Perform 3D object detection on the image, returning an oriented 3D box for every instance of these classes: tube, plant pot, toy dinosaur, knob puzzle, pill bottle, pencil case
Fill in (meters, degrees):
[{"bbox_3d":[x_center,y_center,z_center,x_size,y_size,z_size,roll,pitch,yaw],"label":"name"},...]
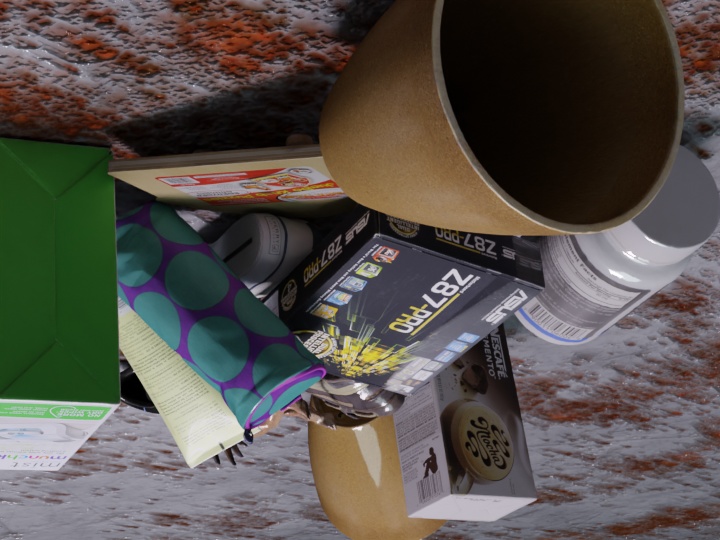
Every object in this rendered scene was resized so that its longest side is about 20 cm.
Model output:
[{"bbox_3d":[-0.170,0.072,1.236,0.052,0.201,0.058,-38,-170,-30],"label":"tube"},{"bbox_3d":[0.017,0.180,1.599,0.185,0.188,0.200,-10,145,9],"label":"plant pot"},{"bbox_3d":[-0.107,0.126,1.324,0.135,0.087,0.200,-20,169,8],"label":"toy dinosaur"},{"bbox_3d":[0.063,-0.100,0.895,0.185,0.188,0.199,8,167,-33],"label":"plant pot"},{"bbox_3d":[-0.068,-0.073,1.104,0.217,0.031,0.220,0,171,0],"label":"knob puzzle"},{"bbox_3d":[0.208,-0.022,1.205,0.113,0.115,0.200,2,157,-20],"label":"pill bottle"},{"bbox_3d":[-0.123,0.036,1.138,0.085,0.200,0.093,-41,168,-16],"label":"pencil case"}]

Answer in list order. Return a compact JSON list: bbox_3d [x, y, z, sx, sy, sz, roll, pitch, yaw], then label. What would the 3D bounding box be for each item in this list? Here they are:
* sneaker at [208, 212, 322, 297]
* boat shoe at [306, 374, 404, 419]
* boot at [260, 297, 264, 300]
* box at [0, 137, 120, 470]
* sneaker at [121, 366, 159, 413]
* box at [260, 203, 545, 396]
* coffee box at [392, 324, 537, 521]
[{"bbox_3d":[-0.104,0.007,1.231,0.070,0.074,0.199,7,161,-34],"label":"sneaker"},{"bbox_3d":[-0.014,0.112,1.416,0.074,0.074,0.200,-40,-167,-11],"label":"boat shoe"},{"bbox_3d":[0.000,0.000,1.254,0.165,0.073,0.201,14,132,-2],"label":"boot"},{"bbox_3d":[-0.248,0.031,1.086,0.096,0.202,0.176,5,157,-26],"label":"box"},{"bbox_3d":[-0.167,0.112,1.479,0.199,0.071,0.078,-17,163,34],"label":"sneaker"},{"bbox_3d":[0.026,0.023,1.168,0.160,0.049,0.200,16,142,-29],"label":"box"},{"bbox_3d":[0.098,0.147,1.475,0.112,0.202,0.080,10,150,-33],"label":"coffee box"}]
